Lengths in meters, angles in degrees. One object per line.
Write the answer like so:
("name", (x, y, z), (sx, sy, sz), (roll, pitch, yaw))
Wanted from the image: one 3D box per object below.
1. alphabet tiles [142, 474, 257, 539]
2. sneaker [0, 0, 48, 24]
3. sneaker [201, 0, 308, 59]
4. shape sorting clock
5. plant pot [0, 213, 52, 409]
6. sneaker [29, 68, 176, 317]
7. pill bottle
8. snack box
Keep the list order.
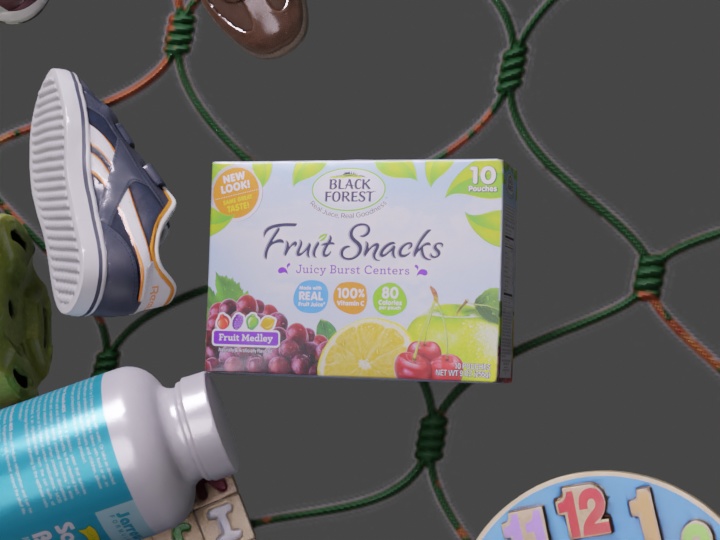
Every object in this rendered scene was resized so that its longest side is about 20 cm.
("alphabet tiles", (-0.159, 0.183, 1.044), (0.166, 0.006, 0.200), (-22, 78, 0))
("sneaker", (-0.237, -0.276, 1.066), (0.075, 0.115, 0.201), (19, 93, 18))
("sneaker", (-0.105, -0.234, 1.041), (0.070, 0.076, 0.200), (-32, 77, 14))
("shape sorting clock", (0.153, 0.223, 0.943), (0.199, 0.039, 0.201), (-2, 84, 19))
("plant pot", (-0.317, 0.038, 1.046), (0.184, 0.200, 0.201), (-7, 84, 6))
("sneaker", (-0.178, -0.051, 1.058), (0.078, 0.079, 0.200), (-50, 44, 43))
("pill bottle", (-0.183, 0.130, 0.997), (0.199, 0.111, 0.111), (-19, 80, 2))
("snack box", (0.000, 0.000, 1.003), (0.199, 0.053, 0.143), (0, 85, 18))
